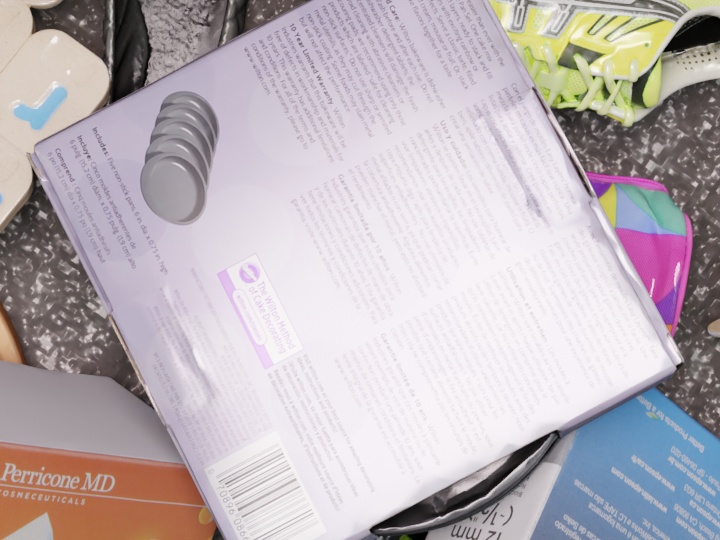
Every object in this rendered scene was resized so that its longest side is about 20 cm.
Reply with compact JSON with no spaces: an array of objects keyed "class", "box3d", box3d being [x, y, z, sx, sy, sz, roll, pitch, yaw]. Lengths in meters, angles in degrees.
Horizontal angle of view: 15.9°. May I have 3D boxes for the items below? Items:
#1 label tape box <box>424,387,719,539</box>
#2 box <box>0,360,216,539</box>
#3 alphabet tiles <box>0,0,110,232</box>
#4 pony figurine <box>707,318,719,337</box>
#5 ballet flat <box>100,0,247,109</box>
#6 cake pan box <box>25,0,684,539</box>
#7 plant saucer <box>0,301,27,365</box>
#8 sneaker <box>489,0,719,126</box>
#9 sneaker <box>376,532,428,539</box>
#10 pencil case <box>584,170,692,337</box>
[{"class":"label tape box","box3d":[0.084,0.150,1.028,0.143,0.066,0.201,37,71,-33]},{"class":"box","box3d":[-0.152,0.144,1.013,0.124,0.097,0.201,11,103,-44]},{"class":"alphabet tiles","box3d":[-0.203,-0.098,1.044,0.200,0.015,0.196,36,81,8]},{"class":"pony figurine","box3d":[0.243,-0.023,1.034,0.198,0.194,0.167,0,51,3]},{"class":"ballet flat","box3d":[-0.076,-0.104,1.058,0.066,0.057,0.202,2,93,-3]},{"class":"cake pan box","box3d":[0.000,0.000,0.973,0.183,0.052,0.201,-29,82,2]},{"class":"plant saucer","box3d":[-0.234,0.065,1.056,0.199,0.032,0.202,-1,99,-4]},{"class":"sneaker","box3d":[0.082,-0.096,1.036,0.199,0.076,0.077,-16,51,-11]},{"class":"sneaker","box3d":[-0.006,0.088,1.056,0.200,0.083,0.071,53,55,-9]},{"class":"pencil case","box3d":[0.036,-0.014,1.061,0.198,0.088,0.089,13,93,-6]}]
